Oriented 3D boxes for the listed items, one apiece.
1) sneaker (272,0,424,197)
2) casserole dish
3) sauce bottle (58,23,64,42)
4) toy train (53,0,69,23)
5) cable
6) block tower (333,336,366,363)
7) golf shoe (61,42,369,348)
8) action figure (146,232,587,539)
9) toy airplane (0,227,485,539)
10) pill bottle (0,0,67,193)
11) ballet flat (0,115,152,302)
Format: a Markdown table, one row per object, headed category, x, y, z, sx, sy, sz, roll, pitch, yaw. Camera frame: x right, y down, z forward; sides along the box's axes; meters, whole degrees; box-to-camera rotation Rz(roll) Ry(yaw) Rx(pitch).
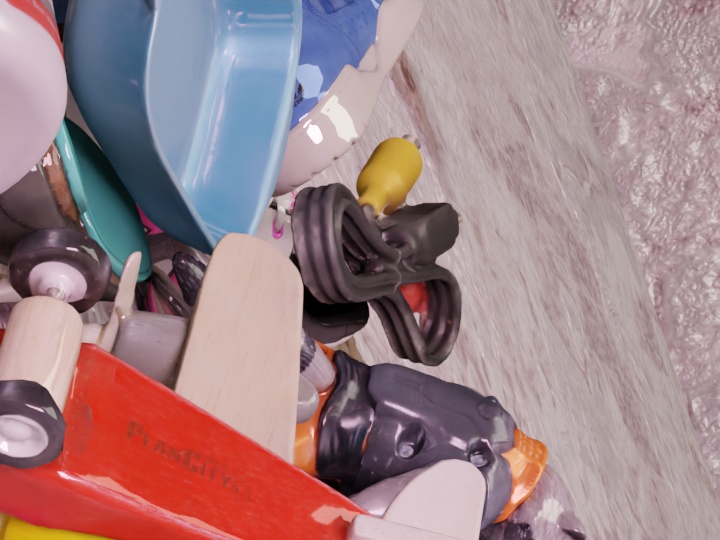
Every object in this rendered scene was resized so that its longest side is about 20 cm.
| category | x | y | z | sx | sy | sz | roll | pitch | yaw |
| --- | --- | --- | --- | --- | --- | --- | --- | --- | --- |
| sneaker | -0.040 | -0.117 | 1.215 | 0.111 | 0.077 | 0.200 | 50 | 25 | -15 |
| casserole dish | -0.061 | -0.079 | 1.021 | 0.200 | 0.039 | 0.121 | 67 | 34 | -68 |
| sauce bottle | -0.125 | -0.187 | 1.246 | 0.065 | 0.065 | 0.200 | -11 | 84 | -79 |
| toy train | -0.098 | -0.155 | 1.023 | 0.200 | 0.116 | 0.085 | 116 | -37 | -57 |
| cable | 0.000 | 0.000 | 1.199 | 0.200 | 0.050 | 0.097 | -22 | 111 | -69 |
| block tower | -0.029 | 0.050 | 1.349 | 0.058 | 0.054 | 0.200 | -94 | 160 | -53 |
| golf shoe | -0.067 | -0.030 | 1.209 | 0.200 | 0.092 | 0.073 | 57 | 19 | -44 |
| action figure | -0.004 | 0.077 | 1.085 | 0.193 | 0.105 | 0.200 | 22 | 32 | -16 |
| toy airplane | -0.060 | 0.087 | 0.910 | 0.200 | 0.141 | 0.199 | -16 | 70 | -46 |
| pill bottle | -0.158 | -0.120 | 0.867 | 0.116 | 0.116 | 0.200 | 52 | 21 | -58 |
| ballet flat | -0.119 | -0.024 | 0.987 | 0.200 | 0.068 | 0.068 | 68 | 3 | -79 |
